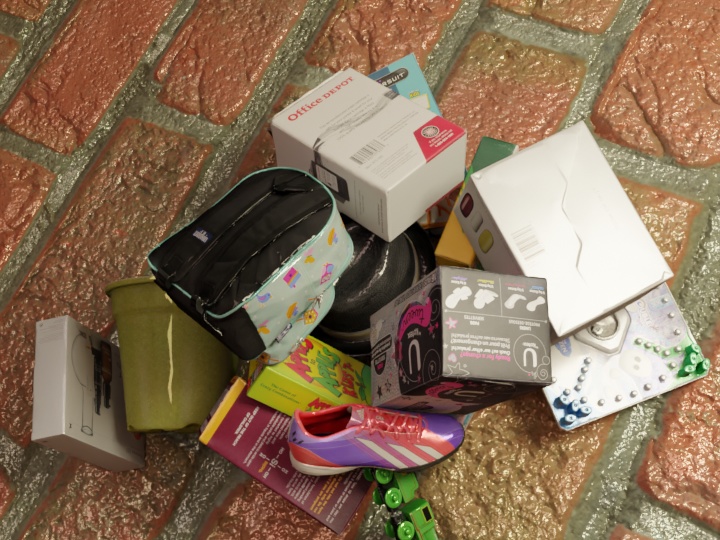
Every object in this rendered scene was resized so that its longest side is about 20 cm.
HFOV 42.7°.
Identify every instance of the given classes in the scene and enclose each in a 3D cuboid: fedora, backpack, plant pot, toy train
[{"bbox_3d":[0.000,0.000,1.125,0.197,0.092,0.204,-2,72,7],"label":"fedora"},{"bbox_3d":[-0.106,-0.011,1.022,0.175,0.154,0.200,29,72,42],"label":"backpack"},{"bbox_3d":[-0.235,0.117,1.199,0.197,0.200,0.188,-4,77,15],"label":"plant pot"},{"bbox_3d":[0.061,0.297,1.054,0.056,0.042,0.203,-25,97,-29],"label":"toy train"}]

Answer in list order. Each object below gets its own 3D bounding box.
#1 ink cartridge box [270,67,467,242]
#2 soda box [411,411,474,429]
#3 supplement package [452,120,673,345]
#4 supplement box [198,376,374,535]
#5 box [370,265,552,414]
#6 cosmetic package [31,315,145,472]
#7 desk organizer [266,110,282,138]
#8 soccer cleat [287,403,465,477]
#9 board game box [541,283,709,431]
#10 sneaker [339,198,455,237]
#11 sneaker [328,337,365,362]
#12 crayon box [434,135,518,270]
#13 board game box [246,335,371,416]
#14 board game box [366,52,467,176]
[{"bbox_3d":[0.009,-0.146,1.121,0.199,0.084,0.145,34,58,31],"label":"ink cartridge box"},{"bbox_3d":[0.139,0.109,1.139,0.063,0.068,0.202,26,78,16],"label":"soda box"},{"bbox_3d":[0.223,-0.034,1.049,0.154,0.111,0.202,-25,77,-11],"label":"supplement package"},{"bbox_3d":[-0.090,0.216,1.096,0.199,0.110,0.086,35,80,-5],"label":"supplement box"},{"bbox_3d":[0.100,0.084,0.992,0.130,0.200,0.117,6,70,-19],"label":"box"},{"bbox_3d":[-0.346,0.165,1.193,0.051,0.200,0.153,-11,65,13],"label":"cosmetic package"},{"bbox_3d":[-0.019,-0.183,1.262,0.198,0.072,0.078,19,73,25],"label":"desk organizer"},{"bbox_3d":[0.018,0.177,1.010,0.196,0.074,0.069,-5,37,-3],"label":"soccer cleat"},{"bbox_3d":[0.288,0.062,1.097,0.197,0.026,0.202,-19,70,-9],"label":"board game box"},{"bbox_3d":[0.043,-0.052,1.239,0.196,0.078,0.079,-8,36,6],"label":"sneaker"},{"bbox_3d":[-0.030,0.116,1.186,0.073,0.079,0.202,26,78,23],"label":"sneaker"},{"bbox_3d":[0.147,-0.051,1.173,0.051,0.126,0.202,18,74,18],"label":"crayon box"},{"bbox_3d":[-0.035,0.141,1.086,0.048,0.198,0.102,-51,21,25],"label":"board game box"},{"bbox_3d":[0.047,-0.190,1.309,0.149,0.047,0.202,-24,63,7],"label":"board game box"}]
